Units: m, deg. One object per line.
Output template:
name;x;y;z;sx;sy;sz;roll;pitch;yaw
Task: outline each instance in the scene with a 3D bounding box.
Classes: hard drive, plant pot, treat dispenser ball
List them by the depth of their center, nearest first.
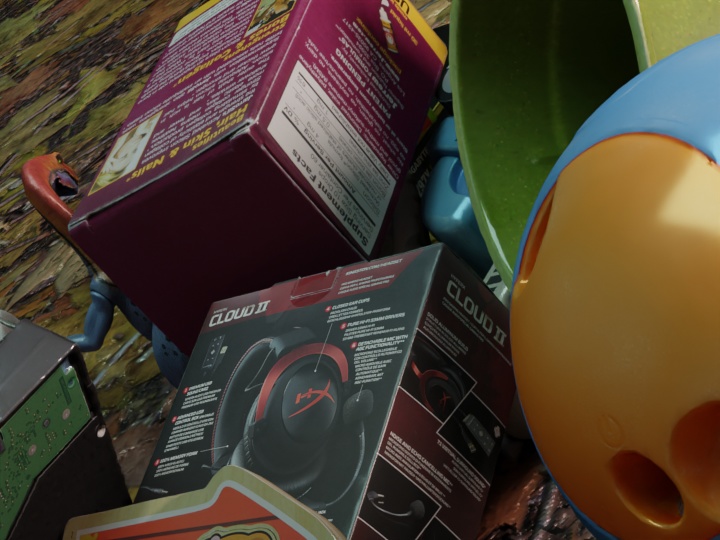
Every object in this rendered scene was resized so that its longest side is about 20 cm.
treat dispenser ball;0.148;0.018;0.595;0.201;0.201;0.201;-29;23;13
plant pot;0.163;-0.082;0.791;0.190;0.200;0.200;-8;15;-19
hard drive;-0.158;0.136;0.796;0.038;0.200;0.140;22;54;27

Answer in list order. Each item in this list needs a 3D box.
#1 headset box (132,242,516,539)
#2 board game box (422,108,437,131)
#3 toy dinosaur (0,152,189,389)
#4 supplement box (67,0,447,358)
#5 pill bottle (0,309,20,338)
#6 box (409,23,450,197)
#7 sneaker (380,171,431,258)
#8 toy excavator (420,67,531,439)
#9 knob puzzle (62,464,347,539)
headset box;-0.018;0.082;0.802;0.148;0.075;0.200;-15;44;39
board game box;-0.042;-0.095;1.169;0.102;0.048;0.200;-40;24;-12
toy dinosaur;-0.108;0.003;1.006;0.200;0.182;0.105;-19;26;31
supplement box;-0.047;-0.072;0.945;0.131;0.103;0.200;-25;28;32
pill bottle;-0.268;0.121;1.079;0.200;0.112;0.111;-34;22;2
box;0.014;-0.090;1.207;0.160;0.049;0.200;-15;29;42
sneaker;0.000;0.000;0.982;0.082;0.075;0.200;-14;25;3
toy excavator;0.084;-0.013;0.921;0.200;0.100;0.194;-56;29;-15
knob puzzle;-0.065;0.167;0.689;0.219;0.030;0.220;-23;54;35
